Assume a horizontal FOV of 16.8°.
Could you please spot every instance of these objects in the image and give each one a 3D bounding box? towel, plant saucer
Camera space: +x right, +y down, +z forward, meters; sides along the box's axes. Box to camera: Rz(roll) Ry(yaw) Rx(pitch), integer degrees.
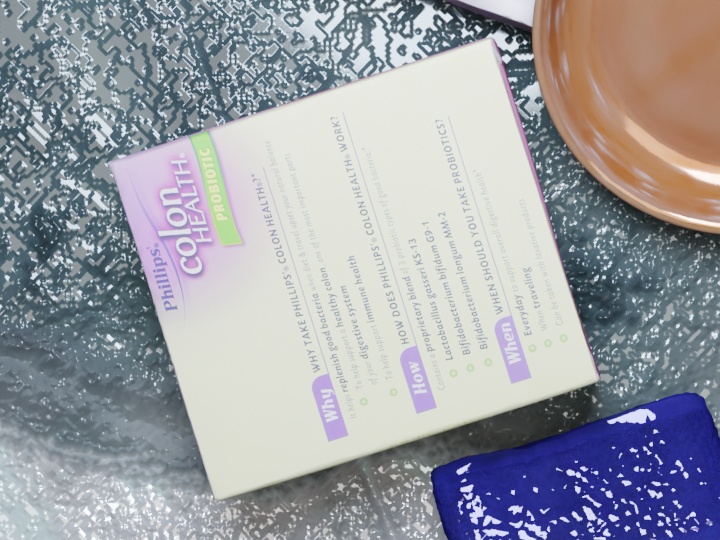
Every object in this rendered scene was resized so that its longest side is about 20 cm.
[{"bbox_3d":[0.130,0.171,1.197,0.147,0.050,0.200,-16,66,-3],"label":"towel"},{"bbox_3d":[0.184,-0.116,1.186,0.200,0.037,0.201,5,113,13],"label":"plant saucer"}]

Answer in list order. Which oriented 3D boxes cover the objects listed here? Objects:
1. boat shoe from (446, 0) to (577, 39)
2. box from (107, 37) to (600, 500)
[{"bbox_3d":[0.025,-0.181,1.228,0.200,0.071,0.070,21,93,1],"label":"boat shoe"},{"bbox_3d":[0.000,0.000,1.218,0.200,0.097,0.176,-18,89,4],"label":"box"}]
